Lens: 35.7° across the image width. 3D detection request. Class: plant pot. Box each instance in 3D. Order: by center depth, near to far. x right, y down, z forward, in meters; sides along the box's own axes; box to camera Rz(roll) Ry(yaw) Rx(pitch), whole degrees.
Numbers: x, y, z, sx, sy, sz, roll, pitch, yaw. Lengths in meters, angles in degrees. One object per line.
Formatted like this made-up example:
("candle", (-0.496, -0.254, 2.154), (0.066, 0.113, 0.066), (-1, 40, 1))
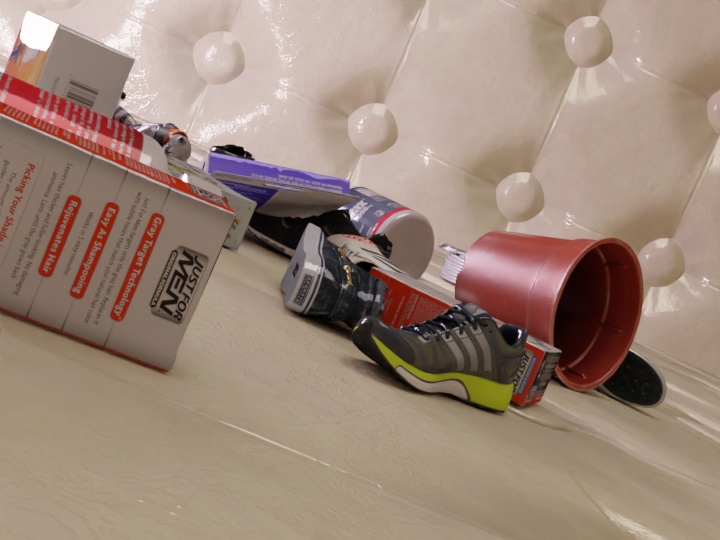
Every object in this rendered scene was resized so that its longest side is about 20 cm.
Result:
("plant pot", (0.243, 0.037, 1.508), (0.199, 0.203, 0.194), (19, -1, -44))

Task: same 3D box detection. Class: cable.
("cable", (0.266, 0.022, 2.344), (0.199, 0.070, 0.199), (30, 7, 42))

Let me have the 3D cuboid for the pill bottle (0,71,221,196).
("pill bottle", (-0.196, -0.052, 0.720), (0.198, 0.113, 0.112), (22, 5, -20))

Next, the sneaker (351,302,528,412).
("sneaker", (0.072, 0.062, 0.974), (0.199, 0.082, 0.074), (19, 7, -45))

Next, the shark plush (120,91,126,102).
("shark plush", (-0.478, -0.259, 1.986), (0.197, 0.092, 0.083), (4, -24, 25))

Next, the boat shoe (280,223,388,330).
("boat shoe", (-0.027, 0.013, 1.122), (0.090, 0.071, 0.200), (24, 12, -9))

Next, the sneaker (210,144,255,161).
("sneaker", (-0.173, -0.128, 1.658), (0.070, 0.100, 0.200), (24, 3, 24))

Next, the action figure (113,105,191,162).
("action figure", (-0.324, -0.187, 1.575), (0.191, 0.106, 0.200), (16, -1, 26))

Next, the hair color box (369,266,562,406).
("hair color box", (0.101, 0.068, 1.159), (0.198, 0.065, 0.111), (25, 4, 19))

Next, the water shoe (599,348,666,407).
("water shoe", (0.345, 0.131, 1.594), (0.198, 0.072, 0.079), (27, 4, 18))

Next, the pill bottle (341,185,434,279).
("pill bottle", (0.006, -0.059, 1.672), (0.119, 0.121, 0.199), (19, 7, -44))

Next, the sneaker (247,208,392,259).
("sneaker", (-0.053, -0.050, 1.481), (0.198, 0.088, 0.076), (24, 5, -3))

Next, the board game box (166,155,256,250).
("board game box", (-0.239, -0.099, 1.271), (0.199, 0.065, 0.147), (18, 9, -42))

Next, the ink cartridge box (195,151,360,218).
("ink cartridge box", (-0.120, -0.110, 1.473), (0.196, 0.044, 0.200), (9, -10, -20))

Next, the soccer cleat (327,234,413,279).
("soccer cleat", (0.000, 0.000, 1.362), (0.085, 0.069, 0.200), (25, 8, -45))

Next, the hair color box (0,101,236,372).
("hair color box", (-0.181, -0.029, 0.628), (0.198, 0.103, 0.061), (24, 5, -17))

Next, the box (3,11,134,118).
("box", (-0.389, -0.234, 1.438), (0.105, 0.154, 0.200), (20, 6, -31))
